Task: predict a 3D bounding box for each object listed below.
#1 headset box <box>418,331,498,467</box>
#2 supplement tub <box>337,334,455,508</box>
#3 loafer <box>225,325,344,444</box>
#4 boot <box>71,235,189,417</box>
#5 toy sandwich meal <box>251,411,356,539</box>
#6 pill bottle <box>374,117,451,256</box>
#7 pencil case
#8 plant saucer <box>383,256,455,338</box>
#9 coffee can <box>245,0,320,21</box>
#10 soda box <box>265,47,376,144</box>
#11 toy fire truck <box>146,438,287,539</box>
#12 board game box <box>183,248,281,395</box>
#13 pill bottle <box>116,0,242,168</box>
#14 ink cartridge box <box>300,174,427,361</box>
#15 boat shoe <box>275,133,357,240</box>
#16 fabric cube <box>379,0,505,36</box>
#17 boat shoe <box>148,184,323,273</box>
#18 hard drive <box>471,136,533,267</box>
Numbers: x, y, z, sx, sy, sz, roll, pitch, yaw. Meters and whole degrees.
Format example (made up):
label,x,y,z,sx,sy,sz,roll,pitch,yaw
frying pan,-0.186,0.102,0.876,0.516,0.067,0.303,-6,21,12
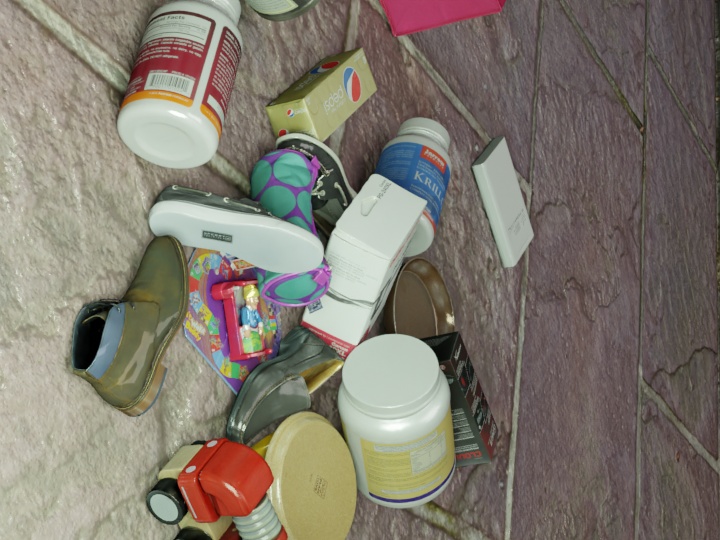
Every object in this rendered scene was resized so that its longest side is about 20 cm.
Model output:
label,x,y,z,sx,sy,sz,roll,pitch,yaw
headset box,0.099,0.198,1.732,0.075,0.148,0.201,-65,138,-55
supplement tub,0.047,0.195,1.592,0.201,0.144,0.146,82,22,-43
loafer,-0.091,0.142,1.471,0.200,0.072,0.073,-50,158,-43
boot,-0.236,0.041,1.270,0.097,0.074,0.201,41,51,-53
toy sandwich meal,-0.073,0.265,1.510,0.205,0.070,0.207,19,66,-54
pill bottle,0.073,-0.128,1.812,0.112,0.112,0.201,54,40,-39
pencil case,-0.085,-0.051,1.488,0.085,0.092,0.201,65,12,-53
plant saucer,0.087,0.081,1.862,0.200,0.034,0.202,25,61,-56
coffee can,-0.134,-0.416,1.489,0.200,0.146,0.147,33,55,-52
soda box,-0.051,-0.234,1.671,0.200,0.064,0.068,-51,126,-53
toy fire truck,-0.111,0.277,1.301,0.129,0.199,0.177,-49,124,-53
board game box,-0.137,0.052,1.470,0.200,0.039,0.159,55,39,-38
pill bottle,-0.194,-0.224,1.370,0.113,0.112,0.201,46,45,-45
ink cartridge box,0.000,0.000,1.576,0.145,0.083,0.201,-57,172,-48
boat shoe,-0.055,-0.103,1.628,0.200,0.073,0.061,57,33,-50
fabric cube,0.127,-0.514,1.918,0.197,0.199,0.200,62,37,-32
boat shoe,-0.136,-0.053,1.384,0.070,0.199,0.067,104,-5,-46
hard drive,0.260,-0.125,2.221,0.132,0.026,0.201,-49,125,-53
